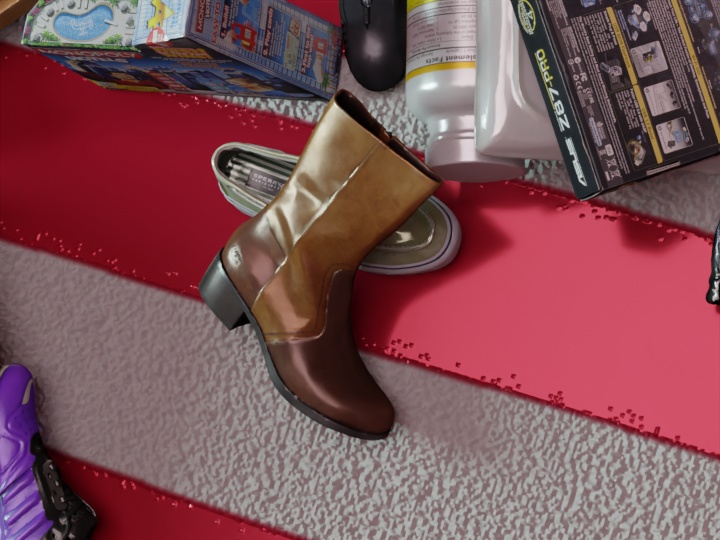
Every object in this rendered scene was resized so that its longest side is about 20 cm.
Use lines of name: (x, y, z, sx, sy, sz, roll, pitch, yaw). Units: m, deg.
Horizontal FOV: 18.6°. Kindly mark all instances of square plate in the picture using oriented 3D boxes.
square plate: (0.177, -0.175, 1.563, 0.197, 0.028, 0.201, 4, 81, -16)

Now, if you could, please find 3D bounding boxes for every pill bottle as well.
pill bottle: (0.085, -0.169, 1.604, 0.104, 0.104, 0.201, -1, 81, 16)

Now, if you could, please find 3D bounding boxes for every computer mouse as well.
computer mouse: (0.005, -0.234, 1.676, 0.058, 0.034, 0.201, -12, 77, 15)

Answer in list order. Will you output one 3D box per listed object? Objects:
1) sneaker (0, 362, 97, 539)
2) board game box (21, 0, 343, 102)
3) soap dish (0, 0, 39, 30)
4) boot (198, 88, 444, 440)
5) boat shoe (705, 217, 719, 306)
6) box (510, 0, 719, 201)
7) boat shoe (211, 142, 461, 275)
sneaker: (-0.247, 0.173, 1.669, 0.099, 0.070, 0.201, 3, 79, 5)
board game box: (-0.137, -0.179, 1.622, 0.199, 0.200, 0.062, 5, 83, 17)
soap dish: (-0.290, -0.278, 1.748, 0.200, 0.081, 0.158, -33, 73, 9)
boot: (0.000, 0.000, 1.582, 0.188, 0.068, 0.200, 49, 118, 17)
boat shoe: (0.338, -0.018, 1.515, 0.199, 0.075, 0.093, 1, 88, 18)
box: (0.195, -0.167, 1.528, 0.161, 0.049, 0.201, -19, 88, -17)
boat shoe: (-0.023, -0.046, 1.636, 0.199, 0.062, 0.072, 16, 85, 19)
